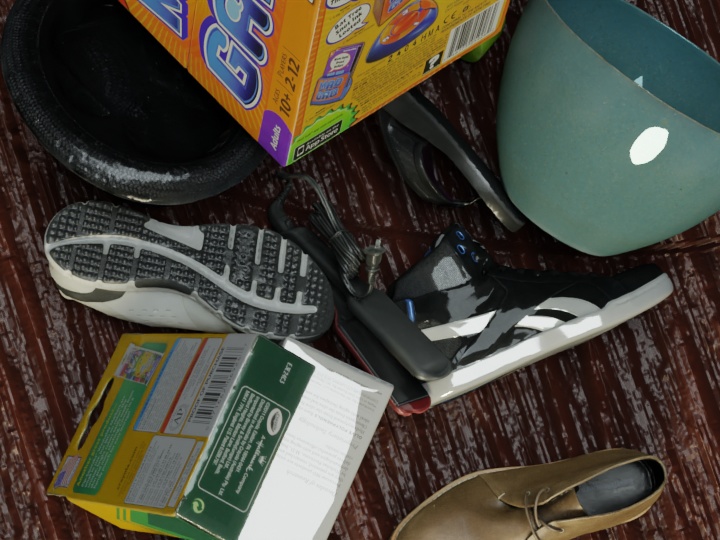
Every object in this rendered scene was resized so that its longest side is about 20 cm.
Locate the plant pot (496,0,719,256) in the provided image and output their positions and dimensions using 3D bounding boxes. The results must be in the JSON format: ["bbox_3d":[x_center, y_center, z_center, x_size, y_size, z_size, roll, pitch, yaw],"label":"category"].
[{"bbox_3d":[0.170,-0.090,1.743,0.200,0.200,0.135,33,110,-2],"label":"plant pot"}]

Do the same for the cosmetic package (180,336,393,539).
[{"bbox_3d":[-0.062,0.155,1.678,0.085,0.108,0.200,25,77,-6],"label":"cosmetic package"}]

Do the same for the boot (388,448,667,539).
[{"bbox_3d":[0.113,0.162,1.724,0.200,0.075,0.074,-19,84,-12],"label":"boot"}]

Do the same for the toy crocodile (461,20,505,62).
[{"bbox_3d":[0.012,-0.215,1.794,0.200,0.062,0.068,26,57,-1],"label":"toy crocodile"}]

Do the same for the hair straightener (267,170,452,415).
[{"bbox_3d":[0.000,0.000,1.724,0.041,0.077,0.200,-10,55,-40],"label":"hair straightener"}]

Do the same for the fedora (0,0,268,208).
[{"bbox_3d":[-0.153,-0.112,1.714,0.200,0.092,0.201,7,56,-11],"label":"fedora"}]

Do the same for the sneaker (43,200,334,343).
[{"bbox_3d":[-0.115,0.006,1.715,0.200,0.080,0.074,17,66,-4],"label":"sneaker"}]

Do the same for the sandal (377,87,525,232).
[{"bbox_3d":[0.036,-0.093,1.774,0.048,0.075,0.200,-46,81,10],"label":"sandal"}]

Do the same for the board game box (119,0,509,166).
[{"bbox_3d":[-0.027,-0.234,1.636,0.200,0.200,0.200,-33,68,-28],"label":"board game box"}]

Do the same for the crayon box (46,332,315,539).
[{"bbox_3d":[-0.118,0.105,1.647,0.052,0.200,0.126,32,74,-26],"label":"crayon box"}]

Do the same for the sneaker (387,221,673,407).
[{"bbox_3d":[0.109,0.007,1.755,0.200,0.073,0.112,-23,85,-12],"label":"sneaker"}]
